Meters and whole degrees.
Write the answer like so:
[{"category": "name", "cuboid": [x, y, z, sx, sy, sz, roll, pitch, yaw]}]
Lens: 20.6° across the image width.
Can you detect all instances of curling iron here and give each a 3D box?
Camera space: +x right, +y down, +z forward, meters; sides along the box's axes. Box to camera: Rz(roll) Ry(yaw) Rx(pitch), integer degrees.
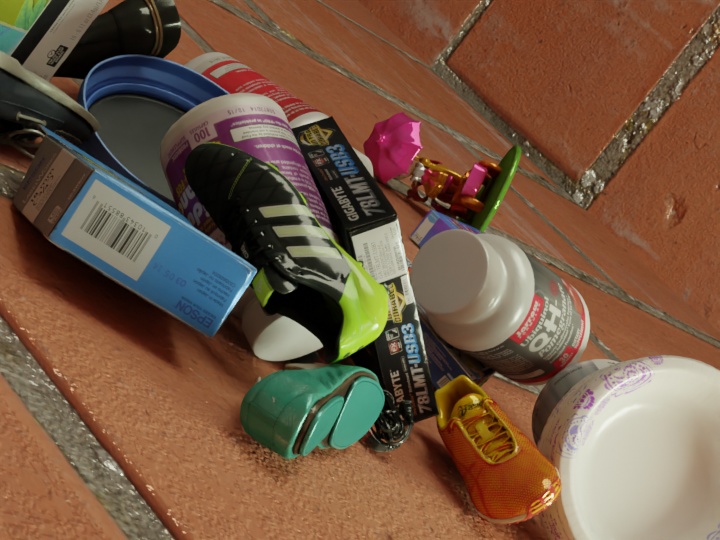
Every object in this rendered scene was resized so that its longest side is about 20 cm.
[{"category": "curling iron", "cuboid": [-0.030, 0.077, 1.588, 0.049, 0.026, 0.200, -28, 55, -37]}]

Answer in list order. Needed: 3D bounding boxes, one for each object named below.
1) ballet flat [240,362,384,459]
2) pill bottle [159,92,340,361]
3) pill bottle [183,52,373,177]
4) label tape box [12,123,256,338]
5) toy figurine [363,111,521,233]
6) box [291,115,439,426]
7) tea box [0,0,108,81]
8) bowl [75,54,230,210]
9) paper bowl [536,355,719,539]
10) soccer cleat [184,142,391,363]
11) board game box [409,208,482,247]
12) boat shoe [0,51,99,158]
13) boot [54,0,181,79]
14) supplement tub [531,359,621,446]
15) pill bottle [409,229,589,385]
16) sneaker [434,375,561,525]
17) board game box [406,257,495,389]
[{"category": "ballet flat", "cuboid": [-0.038, 0.093, 1.430, 0.070, 0.068, 0.200, 29, 7, 13]}, {"category": "pill bottle", "cuboid": [-0.081, -0.033, 1.580, 0.112, 0.112, 0.201, 22, 39, -54]}, {"category": "pill bottle", "cuboid": [-0.088, -0.115, 1.853, 0.200, 0.113, 0.112, 33, 7, 29]}, {"category": "label tape box", "cuboid": [-0.176, -0.031, 1.453, 0.144, 0.063, 0.200, 33, -1, -24]}, {"category": "toy figurine", "cuboid": [0.089, -0.131, 2.573, 0.183, 0.151, 0.200, 27, -12, -5]}, {"category": "box", "cuboid": [0.000, 0.000, 1.666, 0.200, 0.049, 0.199, -121, -162, -57]}, {"category": "tea box", "cuboid": [-0.308, -0.253, 1.582, 0.134, 0.200, 0.196, 44, 14, 25]}, {"category": "bowl", "cuboid": [-0.160, -0.104, 1.718, 0.200, 0.039, 0.201, 25, 35, -20]}, {"category": "paper bowl", "cuboid": [0.240, 0.174, 1.650, 0.200, 0.201, 0.104, 36, -13, -9]}, {"category": "soccer cleat", "cuboid": [-0.064, -0.016, 1.469, 0.200, 0.068, 0.081, 44, 44, 7]}, {"category": "board game box", "cuboid": [0.165, 0.015, 2.398, 0.200, 0.045, 0.134, 45, 13, 30]}, {"category": "boat shoe", "cuboid": [-0.274, -0.131, 1.553, 0.075, 0.062, 0.200, 27, -2, 23]}, {"category": "boot", "cuboid": [-0.257, -0.193, 1.808, 0.078, 0.138, 0.200, 66, -26, 14]}, {"category": "supplement tub", "cuboid": [0.241, 0.175, 1.818, 0.122, 0.123, 0.200, 33, 12, -25]}, {"category": "pill bottle", "cuboid": [0.127, 0.031, 1.843, 0.111, 0.111, 0.200, 46, 9, 35]}, {"category": "sneaker", "cuboid": [0.102, 0.146, 1.602, 0.077, 0.073, 0.200, 60, -8, -23]}, {"category": "board game box", "cuboid": [0.047, 0.035, 1.903, 0.200, 0.034, 0.135, 50, 13, 8]}]
